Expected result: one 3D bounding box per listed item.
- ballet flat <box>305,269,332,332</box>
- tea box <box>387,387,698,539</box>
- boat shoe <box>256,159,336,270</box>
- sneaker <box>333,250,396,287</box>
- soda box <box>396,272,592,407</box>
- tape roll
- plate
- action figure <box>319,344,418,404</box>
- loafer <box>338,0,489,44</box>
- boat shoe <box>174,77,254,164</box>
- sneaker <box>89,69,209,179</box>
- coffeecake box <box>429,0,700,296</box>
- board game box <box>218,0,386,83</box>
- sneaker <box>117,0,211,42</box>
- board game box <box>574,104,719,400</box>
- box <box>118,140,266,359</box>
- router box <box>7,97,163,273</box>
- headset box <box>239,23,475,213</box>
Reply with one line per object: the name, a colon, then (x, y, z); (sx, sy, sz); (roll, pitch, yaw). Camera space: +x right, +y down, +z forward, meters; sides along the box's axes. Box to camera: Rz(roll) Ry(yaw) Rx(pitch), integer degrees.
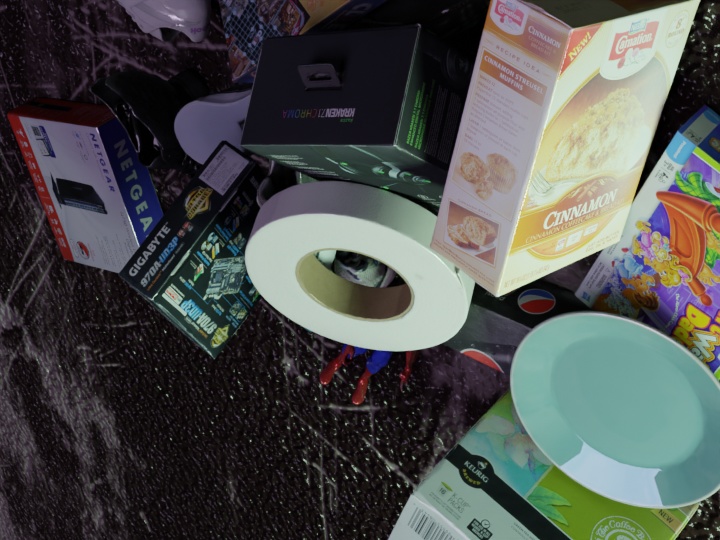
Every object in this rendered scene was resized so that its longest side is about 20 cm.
ballet flat: (-0.053, 0.020, 1.320); (0.070, 0.069, 0.200); (46, 178, 6)
tea box: (0.160, 0.236, 1.180); (0.199, 0.196, 0.134); (39, 143, 15)
boat shoe: (-0.061, -0.071, 1.154); (0.072, 0.070, 0.203); (40, 135, 44)
sneaker: (-0.008, -0.035, 1.228); (0.077, 0.085, 0.202); (34, 141, 21)
soda box: (0.127, 0.043, 1.167); (0.198, 0.063, 0.072); (25, 136, 33)
tape roll: (0.000, 0.000, 1.110); (0.199, 0.037, 0.204); (12, 147, 8)
plate: (0.217, 0.111, 1.069); (0.198, 0.026, 0.202); (21, 134, 23)
action figure: (0.010, 0.091, 1.305); (0.065, 0.100, 0.201); (29, 140, -5)
loafer: (0.023, -0.206, 1.066); (0.198, 0.073, 0.073); (-5, 113, 47)
boat shoe: (-0.098, -0.154, 1.239); (0.198, 0.068, 0.074); (-19, 105, 46)
sneaker: (-0.186, -0.123, 1.328); (0.060, 0.104, 0.202); (-5, 116, 48)
coffeecake box: (0.142, -0.103, 0.915); (0.073, 0.152, 0.203); (36, 129, 33)
board game box: (-0.057, -0.255, 1.093); (0.199, 0.034, 0.138); (-20, 79, 53)
sneaker: (-0.223, -0.274, 1.266); (0.198, 0.075, 0.101); (23, 134, 33)
board game box: (0.262, -0.008, 0.994); (0.134, 0.045, 0.201); (40, 142, 15)
box: (-0.136, -0.015, 1.259); (0.046, 0.160, 0.200); (34, 171, 20)
router box: (-0.316, -0.098, 1.534); (0.178, 0.049, 0.203); (12, 128, 41)
headset box: (0.027, -0.114, 1.023); (0.173, 0.199, 0.094); (5, 80, 45)
